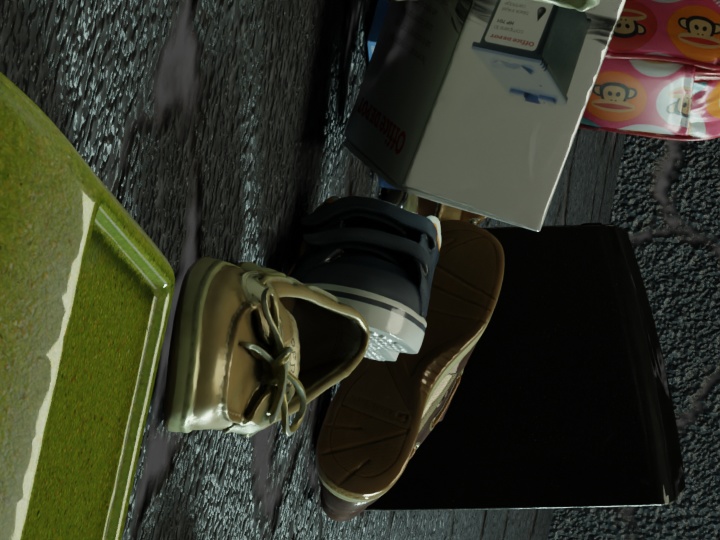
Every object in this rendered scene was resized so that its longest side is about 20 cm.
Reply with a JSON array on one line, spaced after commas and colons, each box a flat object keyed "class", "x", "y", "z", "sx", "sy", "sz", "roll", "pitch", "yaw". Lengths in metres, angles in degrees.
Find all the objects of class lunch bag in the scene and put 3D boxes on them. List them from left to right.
[{"class": "lunch bag", "x": 0.159, "y": -0.174, "z": 1.943, "sx": 0.082, "sy": 0.198, "sz": 0.177, "roll": 93, "pitch": 4, "yaw": -49}]

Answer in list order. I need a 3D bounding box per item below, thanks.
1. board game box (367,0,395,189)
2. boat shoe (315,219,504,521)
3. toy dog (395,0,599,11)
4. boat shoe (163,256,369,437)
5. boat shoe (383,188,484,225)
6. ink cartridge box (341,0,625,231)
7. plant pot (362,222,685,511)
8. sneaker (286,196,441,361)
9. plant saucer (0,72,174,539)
[{"class": "board game box", "x": 0.044, "y": -0.169, "z": 1.742, "sx": 0.152, "sy": 0.036, "sz": 0.201, "roll": 84, "pitch": 17, "yaw": -60}, {"class": "boat shoe", "x": 0.025, "y": 0.061, "z": 1.769, "sx": 0.072, "sy": 0.072, "sz": 0.201, "roll": 104, "pitch": 9, "yaw": -60}, {"class": "toy dog", "x": 0.037, "y": -0.241, "z": 1.391, "sx": 0.193, "sy": 0.139, "sz": 0.201, "roll": 23, "pitch": 76, "yaw": -44}, {"class": "boat shoe", "x": -0.042, "y": 0.032, "z": 1.322, "sx": 0.200, "sy": 0.062, "sz": 0.074, "roll": -39, "pitch": 139, "yaw": -76}, {"class": "boat shoe", "x": 0.066, "y": -0.059, "z": 1.882, "sx": 0.200, "sy": 0.073, "sz": 0.076, "roll": -48, "pitch": 147, "yaw": -74}, {"class": "ink cartridge box", "x": 0.073, "y": -0.137, "z": 1.556, "sx": 0.146, "sy": 0.085, "sz": 0.201, "roll": -134, "pitch": -119, "yaw": -72}, {"class": "plant pot", "x": 0.106, "y": 0.061, "z": 1.943, "sx": 0.199, "sy": 0.198, "sz": 0.179, "roll": 3, "pitch": 86, "yaw": -81}, {"class": "sneaker", "x": 0.000, "y": 0.000, "z": 1.520, "sx": 0.200, "sy": 0.078, "sz": 0.080, "roll": 137, "pitch": -31, "yaw": -86}, {"class": "plant saucer", "x": -0.107, "y": 0.051, "z": 0.970, "sx": 0.200, "sy": 0.048, "sz": 0.201, "roll": 59, "pitch": 42, "yaw": -76}]
